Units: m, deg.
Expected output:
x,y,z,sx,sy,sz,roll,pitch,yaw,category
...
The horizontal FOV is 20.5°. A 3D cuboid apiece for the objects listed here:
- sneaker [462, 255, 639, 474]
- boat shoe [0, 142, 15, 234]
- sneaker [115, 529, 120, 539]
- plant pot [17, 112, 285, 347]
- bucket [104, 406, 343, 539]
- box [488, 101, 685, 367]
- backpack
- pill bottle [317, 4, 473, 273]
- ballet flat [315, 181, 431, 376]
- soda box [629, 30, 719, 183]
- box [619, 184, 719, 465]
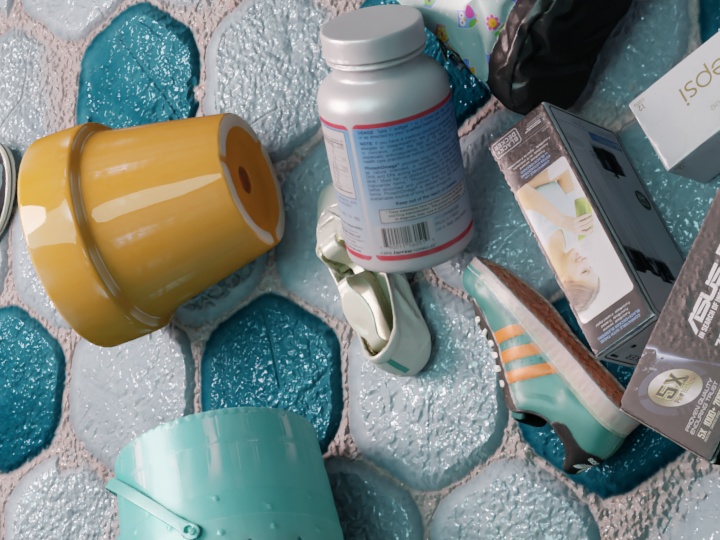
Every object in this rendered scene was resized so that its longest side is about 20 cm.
x,y,z,sx,sy,sz,roll,pitch,yaw,category
0.133,0.074,1.570,0.080,0.071,0.200,-49,58,17,sneaker
-0.415,-0.043,2.034,0.075,0.062,0.200,42,107,37,boat shoe
-0.209,0.275,1.824,0.200,0.078,0.080,-27,47,27,sneaker
-0.175,-0.052,1.776,0.183,0.200,0.200,-18,71,18,plant pot
-0.112,0.212,1.666,0.207,0.207,0.135,-31,58,31,bucket
0.188,-0.023,1.516,0.060,0.117,0.200,-37,60,25,box
0.113,-0.237,1.604,0.200,0.127,0.167,49,116,36,backpack
0.025,-0.107,1.608,0.109,0.109,0.200,12,123,39,pill bottle
0.000,0.000,1.693,0.069,0.069,0.200,-39,61,27,ballet flat
0.303,-0.152,1.478,0.200,0.064,0.068,-40,61,28,soda box
0.292,0.033,1.392,0.086,0.164,0.200,31,103,38,box
